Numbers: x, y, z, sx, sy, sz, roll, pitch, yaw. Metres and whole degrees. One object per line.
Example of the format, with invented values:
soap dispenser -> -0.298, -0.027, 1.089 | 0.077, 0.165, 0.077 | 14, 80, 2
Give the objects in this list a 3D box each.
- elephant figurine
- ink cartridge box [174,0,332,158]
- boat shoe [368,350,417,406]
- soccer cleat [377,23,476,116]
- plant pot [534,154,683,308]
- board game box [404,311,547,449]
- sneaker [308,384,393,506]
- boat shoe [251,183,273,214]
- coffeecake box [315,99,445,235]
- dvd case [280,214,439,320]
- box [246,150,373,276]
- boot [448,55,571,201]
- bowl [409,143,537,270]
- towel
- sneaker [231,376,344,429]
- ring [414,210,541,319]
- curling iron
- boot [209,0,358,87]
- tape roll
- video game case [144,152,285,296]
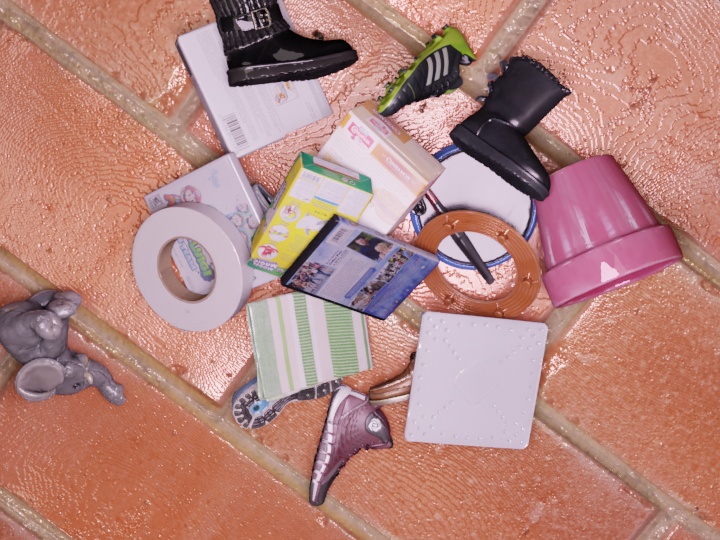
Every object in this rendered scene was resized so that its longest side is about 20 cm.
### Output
elephant figurine -> -0.482, 0.142, 1.591 | 0.155, 0.141, 0.201 | 7, 117, 31
ink cartridge box -> -0.162, -0.292, 1.549 | 0.173, 0.044, 0.200 | -26, 96, -17
boat shoe -> 0.100, 0.152, 1.581 | 0.199, 0.072, 0.068 | -19, 97, -8
soccer cleat -> 0.101, -0.279, 1.484 | 0.081, 0.067, 0.200 | 47, 61, -11
plant pot -> 0.343, -0.062, 1.485 | 0.199, 0.200, 0.180 | -22, 81, 6
board game box -> 0.173, 0.166, 1.545 | 0.199, 0.026, 0.201 | 6, 98, -13
sneaker -> -0.010, 0.288, 1.604 | 0.115, 0.076, 0.201 | 15, 98, -2
boat shoe -> -0.108, -0.053, 1.562 | 0.201, 0.070, 0.072 | 43, 105, 0
coffeecake box -> 0.002, -0.123, 1.498 | 0.153, 0.073, 0.200 | 43, 125, 4
dvd case -> 0.000, 0.000, 1.498 | 0.200, 0.018, 0.143 | 20, 126, -34
box -> -0.077, -0.066, 1.464 | 0.117, 0.048, 0.200 | 20, 124, -21
boot -> 0.240, -0.211, 1.473 | 0.163, 0.073, 0.198 | -47, 57, -3
bowl -> 0.174, -0.098, 1.556 | 0.200, 0.039, 0.201 | 1, 98, 4
towel -> -0.074, 0.102, 1.535 | 0.200, 0.023, 0.153 | -13, 102, -32
sneaker -> -0.117, 0.168, 1.590 | 0.200, 0.090, 0.079 | -24, 110, -15
ring -> 0.172, -0.002, 1.521 | 0.200, 0.019, 0.201 | 17, 133, 18
curling iron -> 0.135, -0.056, 1.534 | 0.200, 0.026, 0.050 | 46, 119, -8
boot -> -0.113, -0.363, 1.503 | 0.210, 0.079, 0.158 | -10, 91, -16
tape roll -> -0.259, -0.004, 1.560 | 0.202, 0.037, 0.203 | 8, 111, 22
video game case -> -0.222, -0.057, 1.559 | 0.182, 0.024, 0.200 | -21, 97, 30
